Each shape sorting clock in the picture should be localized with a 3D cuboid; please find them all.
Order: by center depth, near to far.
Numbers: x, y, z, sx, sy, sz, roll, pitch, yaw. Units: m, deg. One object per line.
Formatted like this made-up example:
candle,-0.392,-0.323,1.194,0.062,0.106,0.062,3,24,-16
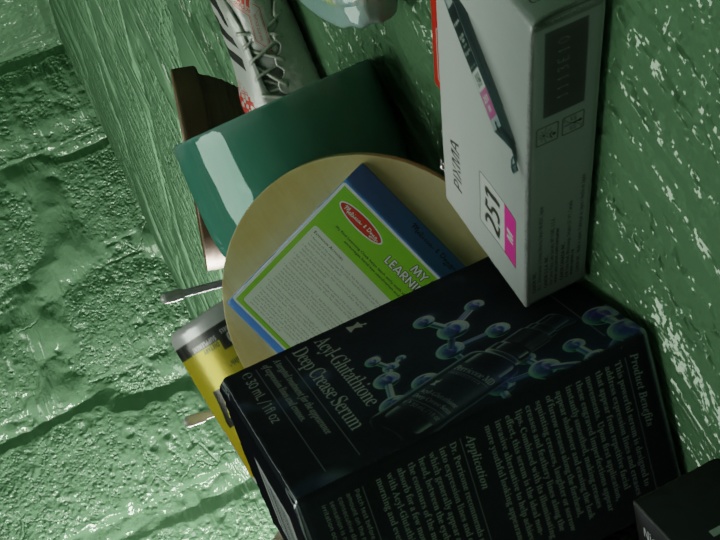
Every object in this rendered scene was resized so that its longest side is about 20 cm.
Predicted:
shape sorting clock,0.007,0.023,0.852,0.202,0.198,0.039,70,-155,-15

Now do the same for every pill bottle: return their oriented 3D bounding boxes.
pill bottle,-0.066,0.113,1.148,0.201,0.114,0.114,58,168,0

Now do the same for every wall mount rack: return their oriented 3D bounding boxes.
wall mount rack,-0.105,0.057,1.255,0.174,0.074,0.202,-34,-63,-64

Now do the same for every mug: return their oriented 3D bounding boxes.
mug,-0.037,-0.067,0.943,0.115,0.151,0.185,66,-165,-7

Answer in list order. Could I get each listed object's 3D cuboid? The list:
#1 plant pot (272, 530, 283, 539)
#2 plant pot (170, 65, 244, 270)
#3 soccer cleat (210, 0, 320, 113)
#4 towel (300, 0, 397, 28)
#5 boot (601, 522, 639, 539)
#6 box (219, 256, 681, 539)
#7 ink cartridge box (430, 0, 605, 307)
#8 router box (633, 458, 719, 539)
plant pot,0.005,0.306,1.175,0.200,0.198,0.185,-143,36,-67
plant pot,-0.126,-0.106,1.324,0.201,0.092,0.203,170,90,-84
soccer cleat,-0.078,-0.184,1.082,0.085,0.068,0.202,87,162,-69
towel,-0.042,-0.251,0.843,0.200,0.048,0.173,44,155,61
boot,0.101,0.208,0.797,0.199,0.070,0.133,-9,113,42
box,0.046,0.090,0.724,0.148,0.198,0.108,42,153,62
ink cartridge box,0.059,-0.108,0.684,0.174,0.043,0.201,57,164,36
router box,0.204,0.207,0.604,0.200,0.052,0.158,50,159,54
